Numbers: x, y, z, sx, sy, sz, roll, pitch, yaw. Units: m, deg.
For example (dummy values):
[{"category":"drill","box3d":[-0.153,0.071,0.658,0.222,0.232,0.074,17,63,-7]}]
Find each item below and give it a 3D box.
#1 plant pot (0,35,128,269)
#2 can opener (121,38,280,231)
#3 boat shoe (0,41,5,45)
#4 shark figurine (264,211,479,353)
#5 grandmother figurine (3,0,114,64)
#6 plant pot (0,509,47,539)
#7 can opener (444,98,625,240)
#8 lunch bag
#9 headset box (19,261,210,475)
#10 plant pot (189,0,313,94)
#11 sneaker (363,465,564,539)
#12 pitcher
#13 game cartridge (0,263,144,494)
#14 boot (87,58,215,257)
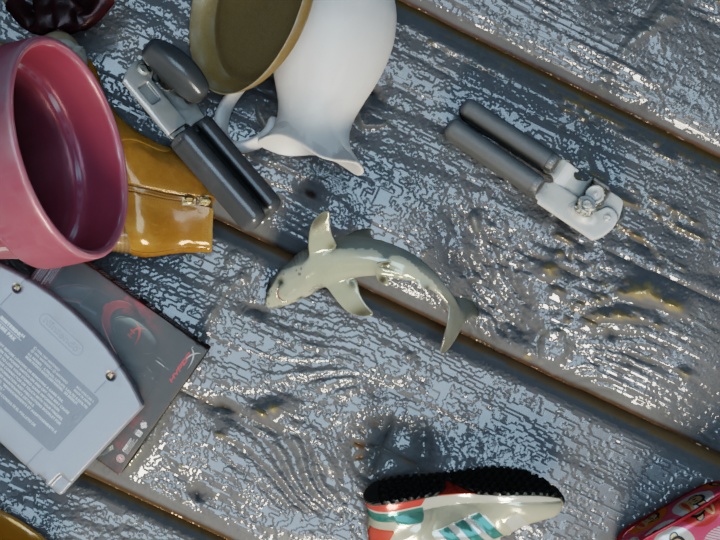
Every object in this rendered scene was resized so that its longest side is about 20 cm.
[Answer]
[{"category":"plant pot","box3d":[-0.330,-0.090,1.184,0.179,0.200,0.201,-12,88,17]},{"category":"can opener","box3d":[-0.148,-0.132,1.283,0.200,0.067,0.053,49,49,-1]},{"category":"boat shoe","box3d":[-0.395,-0.138,1.290,0.074,0.066,0.200,28,85,-3]},{"category":"shark figurine","box3d":[0.020,-0.008,1.321,0.214,0.090,0.128,11,120,3]},{"category":"grandmother figurine","box3d":[-0.287,-0.266,1.285,0.121,0.061,0.201,-8,69,13]},{"category":"plant pot","box3d":[-0.380,0.337,1.216,0.200,0.200,0.183,34,100,-3]},{"category":"can opener","box3d":[0.175,-0.098,1.349,0.200,0.066,0.053,35,83,6]},{"category":"lunch bag","box3d":[0.346,0.328,1.327,0.176,0.082,0.200,-28,90,-5]},{"category":"headset box","box3d":[-0.267,0.077,1.287,0.200,0.075,0.149,36,86,-3]},{"category":"plant pot","box3d":[-0.099,-0.264,1.278,0.027,0.200,0.201,11,85,-38]},{"category":"sneaker","box3d":[0.102,0.252,1.325,0.199,0.070,0.094,-3,105,-7]},{"category":"pitcher","box3d":[-0.056,-0.204,1.308,0.171,0.121,0.201,9,84,24]},{"category":"game cartridge","box3d":[-0.302,0.091,1.229,0.200,0.040,0.133,44,90,-2]},{"category":"boot","box3d":[-0.211,-0.112,1.314,0.144,0.071,0.202,-3,82,-16]}]
